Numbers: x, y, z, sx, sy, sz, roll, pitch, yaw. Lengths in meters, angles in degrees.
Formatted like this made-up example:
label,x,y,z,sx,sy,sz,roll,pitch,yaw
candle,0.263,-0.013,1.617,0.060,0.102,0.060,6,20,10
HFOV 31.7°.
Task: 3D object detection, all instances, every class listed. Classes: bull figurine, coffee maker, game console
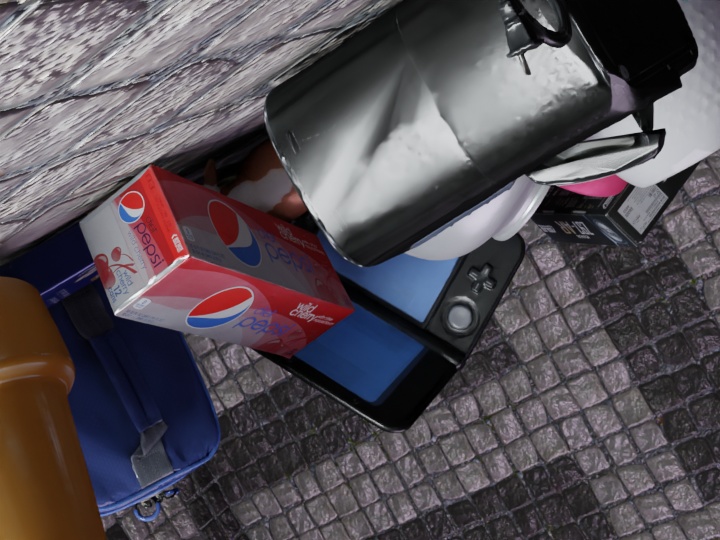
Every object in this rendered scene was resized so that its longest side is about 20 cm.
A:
label,x,y,z,sx,sy,sz,roll,pitch,yaw
bull figurine,-0.038,-0.079,0.894,0.199,0.066,0.121,-28,-174,13
coffee maker,0.047,-0.100,0.664,0.199,0.136,0.191,-31,158,35
game console,0.000,0.000,0.972,0.177,0.199,0.116,-60,166,2

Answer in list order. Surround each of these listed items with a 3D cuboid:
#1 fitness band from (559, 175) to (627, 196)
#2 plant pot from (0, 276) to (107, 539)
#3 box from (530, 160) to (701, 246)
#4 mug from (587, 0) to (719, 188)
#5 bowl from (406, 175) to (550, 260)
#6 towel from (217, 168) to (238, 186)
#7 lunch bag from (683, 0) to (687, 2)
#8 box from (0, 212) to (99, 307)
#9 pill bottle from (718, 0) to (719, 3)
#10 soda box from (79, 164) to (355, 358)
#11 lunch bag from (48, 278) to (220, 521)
label,x,y,z,sx,sy,sz,roll,pitch,yaw
fitness band,0.142,-0.121,1.063,0.143,0.200,0.038,12,117,-41
plant pot,-0.228,0.135,0.706,0.199,0.184,0.200,-31,167,-8
box,0.253,-0.114,1.145,0.201,0.043,0.160,-52,-164,-10
mug,0.206,-0.159,0.991,0.147,0.177,0.200,-30,-179,-9
bowl,0.087,-0.084,0.924,0.202,0.090,0.202,-57,-167,20
towel,-0.131,-0.044,1.091,0.199,0.037,0.148,-30,-178,31
lunch bag,0.279,-0.257,0.811,0.199,0.078,0.160,-31,-177,-14
box,-0.247,0.029,0.820,0.199,0.033,0.121,-30,-179,-10
pill bottle,0.223,-0.207,1.142,0.119,0.120,0.199,-31,-179,-40
soda box,-0.084,0.000,0.810,0.063,0.070,0.199,-36,156,18
lunch bag,-0.196,0.093,0.951,0.135,0.202,0.132,-25,176,-26
